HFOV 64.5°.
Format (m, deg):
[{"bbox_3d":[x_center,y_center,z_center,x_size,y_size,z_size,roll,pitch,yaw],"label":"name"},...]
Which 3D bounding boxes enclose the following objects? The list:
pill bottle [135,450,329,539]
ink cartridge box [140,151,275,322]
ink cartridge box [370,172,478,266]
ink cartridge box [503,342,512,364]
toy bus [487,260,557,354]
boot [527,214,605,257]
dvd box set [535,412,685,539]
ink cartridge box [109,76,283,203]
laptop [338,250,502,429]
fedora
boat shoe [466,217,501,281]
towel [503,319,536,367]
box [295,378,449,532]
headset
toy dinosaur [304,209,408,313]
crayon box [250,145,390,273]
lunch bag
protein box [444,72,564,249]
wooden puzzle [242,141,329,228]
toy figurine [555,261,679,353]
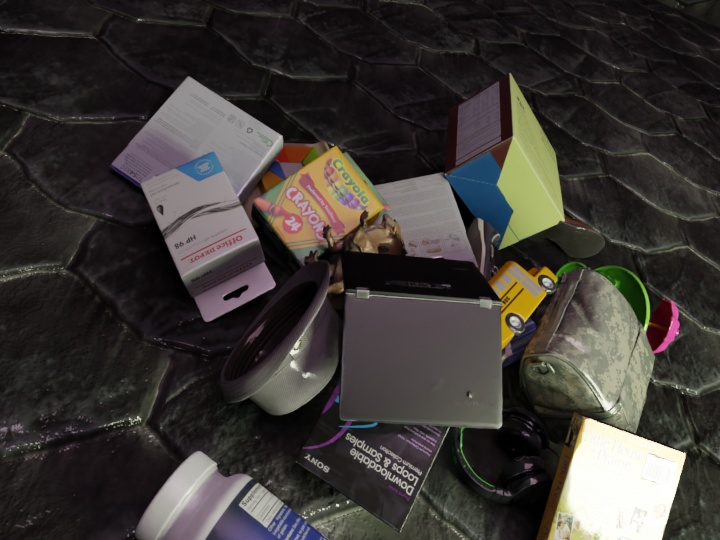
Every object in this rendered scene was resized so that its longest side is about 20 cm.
[{"bbox_3d":[-0.110,0.274,0.547,0.197,0.117,0.116,34,47,8],"label":"pill bottle"},{"bbox_3d":[-0.206,-0.049,0.777,0.113,0.067,0.203,-26,67,-14],"label":"ink cartridge box"},{"bbox_3d":[0.086,-0.061,0.924,0.157,0.058,0.205,-10,59,-4],"label":"ink cartridge box"},{"bbox_3d":[0.092,0.103,0.797,0.195,0.087,0.149,-13,58,-33],"label":"ink cartridge box"},{"bbox_3d":[0.196,0.053,0.784,0.078,0.066,0.199,40,48,14],"label":"toy bus"},{"bbox_3d":[0.384,-0.123,1.147,0.181,0.070,0.204,9,42,-6],"label":"boot"},{"bbox_3d":[0.293,0.292,0.683,0.142,0.029,0.207,18,88,-7],"label":"dvd box set"},{"bbox_3d":[-0.251,-0.177,0.890,0.196,0.041,0.203,32,70,7],"label":"ink cartridge box"},{"bbox_3d":[0.064,0.071,0.678,0.180,0.120,0.201,5,21,-6],"label":"laptop"},{"bbox_3d":[-0.080,0.094,0.696,0.090,0.175,0.202,45,59,-19],"label":"fedora"},{"bbox_3d":[0.203,-0.011,0.923,0.061,0.074,0.203,24,38,-7],"label":"boat shoe"},{"bbox_3d":[0.202,0.060,0.929,0.142,0.024,0.203,-15,61,-37],"label":"towel"},{"bbox_3d":[0.032,0.169,0.663,0.140,0.036,0.204,26,73,13],"label":"box"},{"bbox_3d":[0.217,0.235,0.737,0.193,0.096,0.126,12,48,0],"label":"headset"},{"bbox_3d":[0.000,0.000,0.814,0.135,0.204,0.085,36,-8,-37],"label":"toy dinosaur"},{"bbox_3d":[-0.054,-0.100,0.874,0.198,0.051,0.128,-38,84,-23],"label":"crayon box"},{"bbox_3d":[0.311,0.117,0.802,0.201,0.137,0.170,-48,115,-37],"label":"lunch bag"},{"bbox_3d":[0.258,-0.195,1.028,0.199,0.132,0.204,45,38,-30],"label":"protein box"},{"bbox_3d":[-0.116,-0.154,0.954,0.194,0.038,0.189,-8,57,-29],"label":"wooden puzzle"},{"bbox_3d":[0.455,0.073,0.981,0.179,0.154,0.201,13,22,-31],"label":"toy figurine"}]
